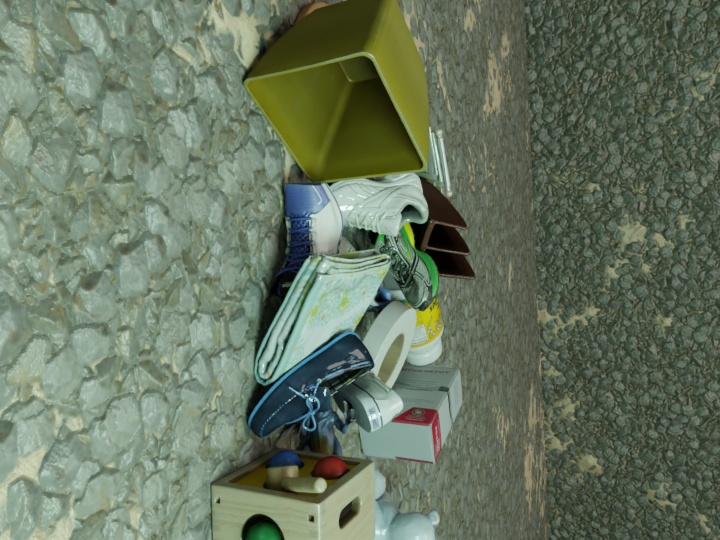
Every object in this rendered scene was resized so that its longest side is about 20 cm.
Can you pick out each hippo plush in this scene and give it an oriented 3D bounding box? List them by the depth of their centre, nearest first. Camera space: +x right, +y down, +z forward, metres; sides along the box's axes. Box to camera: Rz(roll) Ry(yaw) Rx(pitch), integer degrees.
[{"bbox_3d":[0.058,0.424,1.085,0.161,0.157,0.203,-64,149,-44],"label":"hippo plush"}]

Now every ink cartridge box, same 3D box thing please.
[{"bbox_3d":[0.100,0.264,1.211,0.200,0.142,0.086,-41,125,-58],"label":"ink cartridge box"}]

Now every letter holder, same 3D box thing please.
[{"bbox_3d":[0.139,-0.080,1.173,0.201,0.139,0.103,-116,-141,-56],"label":"letter holder"}]

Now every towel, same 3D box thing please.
[{"bbox_3d":[-0.049,0.061,0.880,0.170,0.048,0.203,-7,132,-56],"label":"towel"}]

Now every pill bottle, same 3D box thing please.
[{"bbox_3d":[0.103,0.086,1.258,0.114,0.110,0.203,-61,142,-46],"label":"pill bottle"}]

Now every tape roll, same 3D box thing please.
[{"bbox_3d":[0.038,0.154,1.121,0.204,0.036,0.205,-53,157,-34],"label":"tape roll"}]

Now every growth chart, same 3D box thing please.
[{"bbox_3d":[0.118,-0.227,1.258,0.017,0.200,0.148,-20,119,-19],"label":"growth chart"}]

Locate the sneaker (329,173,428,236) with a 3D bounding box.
[{"bbox_3d":[0.021,-0.094,1.001,0.079,0.195,0.101,95,-25,-51],"label":"sneaker"}]

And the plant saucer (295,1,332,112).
[{"bbox_3d":[-0.048,-0.323,1.028,0.199,0.032,0.206,0,90,-66],"label":"plant saucer"}]

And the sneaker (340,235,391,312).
[{"bbox_3d":[0.000,0.000,1.066,0.201,0.083,0.079,57,40,-48],"label":"sneaker"}]

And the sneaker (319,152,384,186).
[{"bbox_3d":[0.000,-0.165,1.062,0.197,0.075,0.079,9,58,-44],"label":"sneaker"}]

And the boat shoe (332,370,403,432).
[{"bbox_3d":[0.002,0.182,0.956,0.064,0.199,0.075,-20,110,-19],"label":"boat shoe"}]

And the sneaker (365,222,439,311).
[{"bbox_3d":[0.059,-0.017,1.047,0.084,0.078,0.202,5,45,-43],"label":"sneaker"}]

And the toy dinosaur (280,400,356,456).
[{"bbox_3d":[-0.072,0.242,0.964,0.201,0.102,0.186,115,-23,-66],"label":"toy dinosaur"}]

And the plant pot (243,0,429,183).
[{"bbox_3d":[-0.009,-0.264,0.892,0.201,0.196,0.180,53,45,-45],"label":"plant pot"}]

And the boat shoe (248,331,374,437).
[{"bbox_3d":[-0.060,0.158,0.862,0.199,0.069,0.085,-39,159,-23],"label":"boat shoe"}]

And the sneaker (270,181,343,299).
[{"bbox_3d":[-0.076,-0.019,0.906,0.115,0.079,0.205,-43,129,-61],"label":"sneaker"}]

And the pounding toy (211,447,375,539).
[{"bbox_3d":[-0.077,0.283,0.779,0.199,0.180,0.146,-4,94,-65],"label":"pounding toy"}]
